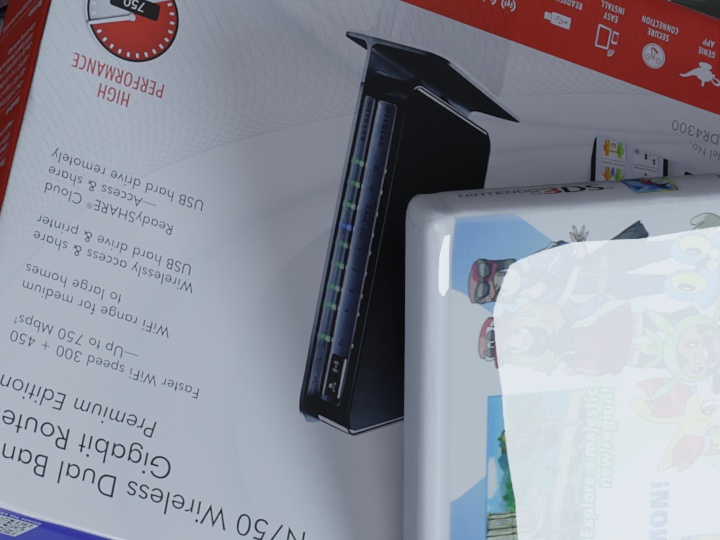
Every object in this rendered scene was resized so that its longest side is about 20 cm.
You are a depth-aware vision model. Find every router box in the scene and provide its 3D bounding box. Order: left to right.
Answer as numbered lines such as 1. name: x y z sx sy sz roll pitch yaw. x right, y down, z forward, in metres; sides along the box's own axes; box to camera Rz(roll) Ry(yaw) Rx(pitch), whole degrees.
1. router box: 0.000 0.000 0.742 0.199 0.049 0.180 17 70 -20

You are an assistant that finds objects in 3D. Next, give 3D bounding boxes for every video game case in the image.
1. video game case: 0.099 0.073 0.708 0.181 0.022 0.201 -4 109 -14

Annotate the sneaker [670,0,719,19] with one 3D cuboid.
1. sneaker: 0.032 -0.054 0.850 0.114 0.076 0.200 31 90 -1

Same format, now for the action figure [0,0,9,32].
1. action figure: -0.052 -0.082 0.817 0.129 0.069 0.201 14 108 -11
